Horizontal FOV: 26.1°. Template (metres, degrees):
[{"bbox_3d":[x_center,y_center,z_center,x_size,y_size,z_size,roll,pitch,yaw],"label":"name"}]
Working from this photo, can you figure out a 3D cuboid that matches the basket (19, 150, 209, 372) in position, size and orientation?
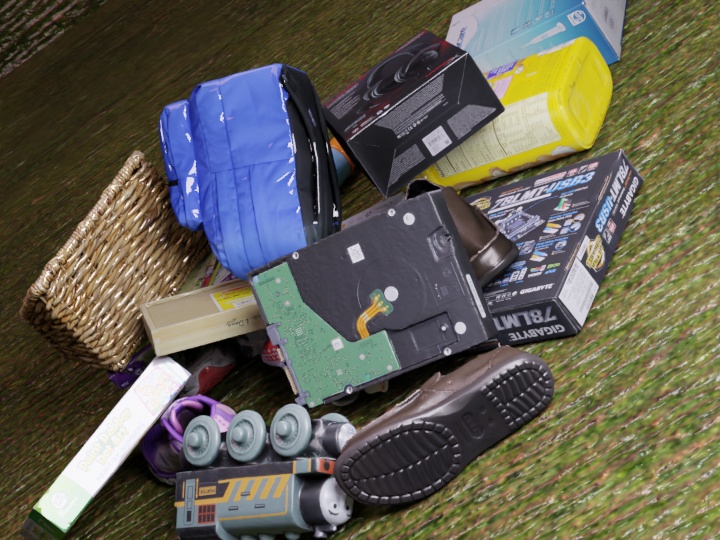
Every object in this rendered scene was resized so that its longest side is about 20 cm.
[{"bbox_3d":[-0.283,-0.017,1.661,0.142,0.149,0.201,10,60,47],"label":"basket"}]

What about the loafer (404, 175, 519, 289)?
[{"bbox_3d":[0.080,-0.036,1.440,0.073,0.071,0.200,-41,24,-4],"label":"loafer"}]

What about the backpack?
[{"bbox_3d":[-0.104,-0.088,1.560,0.167,0.201,0.162,-13,0,16],"label":"backpack"}]

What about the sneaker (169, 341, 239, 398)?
[{"bbox_3d":[-0.196,0.081,1.713,0.078,0.082,0.200,-40,25,-5],"label":"sneaker"}]

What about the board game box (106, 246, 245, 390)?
[{"bbox_3d":[-0.197,0.031,1.680,0.200,0.032,0.120,-36,40,6],"label":"board game box"}]

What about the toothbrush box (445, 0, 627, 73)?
[{"bbox_3d":[0.195,-0.266,1.771,0.199,0.085,0.147,-23,29,28],"label":"toothbrush box"}]

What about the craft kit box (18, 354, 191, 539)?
[{"bbox_3d":[-0.260,0.187,1.565,0.198,0.048,0.200,-55,4,-23],"label":"craft kit box"}]

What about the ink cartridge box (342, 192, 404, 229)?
[{"bbox_3d":[0.000,0.000,1.642,0.094,0.037,0.200,-25,26,28],"label":"ink cartridge box"}]

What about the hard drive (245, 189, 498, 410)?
[{"bbox_3d":[0.009,0.029,1.383,0.199,0.141,0.038,-24,-3,24],"label":"hard drive"}]

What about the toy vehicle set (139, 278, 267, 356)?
[{"bbox_3d":[-0.117,0.034,1.558,0.199,0.027,0.124,-15,14,-9],"label":"toy vehicle set"}]

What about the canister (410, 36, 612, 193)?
[{"bbox_3d":[0.156,-0.160,1.646,0.199,0.087,0.149,-16,32,36],"label":"canister"}]

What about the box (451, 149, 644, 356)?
[{"bbox_3d":[0.146,-0.011,1.448,0.199,0.050,0.199,-15,33,42],"label":"box"}]

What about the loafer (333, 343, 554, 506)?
[{"bbox_3d":[0.068,0.128,1.303,0.199,0.073,0.071,-28,21,0],"label":"loafer"}]

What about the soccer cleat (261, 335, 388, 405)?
[{"bbox_3d":[-0.035,0.089,1.496,0.068,0.086,0.200,-3,-8,-35],"label":"soccer cleat"}]

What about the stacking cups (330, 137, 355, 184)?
[{"bbox_3d":[-0.039,-0.121,1.873,0.060,0.061,0.200,-2,42,52],"label":"stacking cups"}]

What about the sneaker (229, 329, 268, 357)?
[{"bbox_3d":[-0.119,0.039,1.720,0.079,0.078,0.200,-23,27,-13],"label":"sneaker"}]

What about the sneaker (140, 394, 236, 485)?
[{"bbox_3d":[-0.165,0.160,1.529,0.200,0.089,0.081,-3,44,55],"label":"sneaker"}]

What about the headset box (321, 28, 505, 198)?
[{"bbox_3d":[0.045,-0.166,1.589,0.148,0.077,0.200,-36,20,1],"label":"headset box"}]

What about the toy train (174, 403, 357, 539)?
[{"bbox_3d":[-0.084,0.184,1.373,0.199,0.085,0.115,-11,71,37],"label":"toy train"}]
